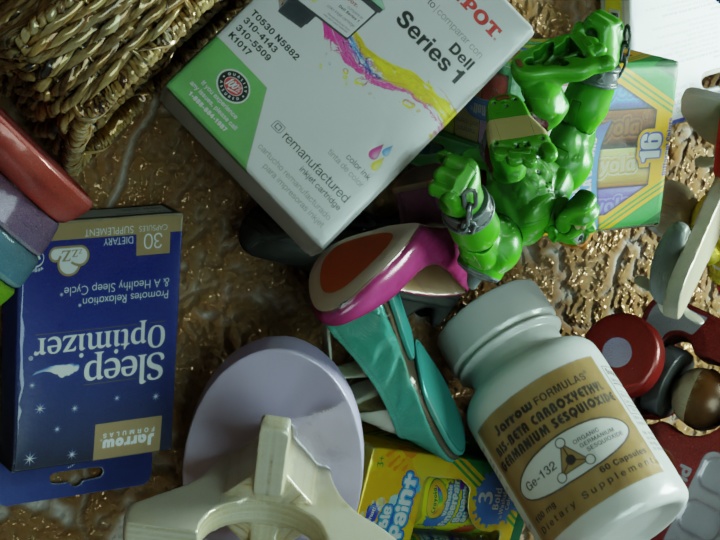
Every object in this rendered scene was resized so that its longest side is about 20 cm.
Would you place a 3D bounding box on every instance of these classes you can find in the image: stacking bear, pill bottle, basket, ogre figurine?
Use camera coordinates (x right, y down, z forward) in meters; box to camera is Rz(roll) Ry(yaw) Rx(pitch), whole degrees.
[{"bbox_3d":[-0.268,-0.006,1.153,0.200,0.121,0.114,-46,118,-2],"label":"stacking bear"},{"bbox_3d":[0.142,0.112,1.403,0.114,0.201,0.115,-26,157,-12],"label":"pill bottle"},{"bbox_3d":[-0.125,-0.159,1.176,0.200,0.142,0.149,-45,125,-15],"label":"basket"},{"bbox_3d":[0.110,-0.073,1.232,0.121,0.097,0.201,88,17,-46],"label":"ogre figurine"}]

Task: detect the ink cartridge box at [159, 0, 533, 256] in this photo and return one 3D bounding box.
[{"bbox_3d":[-0.009,-0.132,1.232,0.145,0.084,0.200,45,82,-4],"label":"ink cartridge box"}]

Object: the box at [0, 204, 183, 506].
[{"bbox_3d":[-0.180,0.060,1.276,0.120,0.032,0.202,-6,109,-33],"label":"box"}]

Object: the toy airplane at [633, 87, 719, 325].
[{"bbox_3d":[0.272,-0.056,1.444,0.199,0.140,0.201,6,85,-54],"label":"toy airplane"}]

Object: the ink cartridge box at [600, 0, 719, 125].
[{"bbox_3d":[0.271,-0.226,1.490,0.196,0.047,0.202,-17,115,-31],"label":"ink cartridge box"}]

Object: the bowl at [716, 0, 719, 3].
[{"bbox_3d":[0.261,-0.283,1.321,0.200,0.039,0.203,10,90,-69],"label":"bowl"}]

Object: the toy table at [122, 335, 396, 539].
[{"bbox_3d":[-0.062,0.160,1.297,0.182,0.117,0.202,-3,116,5],"label":"toy table"}]

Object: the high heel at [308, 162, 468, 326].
[{"bbox_3d":[0.029,0.011,1.225,0.200,0.067,0.097,-47,124,-53],"label":"high heel"}]

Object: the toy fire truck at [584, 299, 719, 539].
[{"bbox_3d":[0.240,0.131,1.483,0.201,0.167,0.112,-61,152,-2],"label":"toy fire truck"}]

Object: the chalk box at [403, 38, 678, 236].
[{"bbox_3d":[0.109,-0.098,1.367,0.198,0.124,0.125,-5,108,-34],"label":"chalk box"}]

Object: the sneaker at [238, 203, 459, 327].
[{"bbox_3d":[0.000,0.000,1.359,0.198,0.076,0.092,8,110,-32],"label":"sneaker"}]

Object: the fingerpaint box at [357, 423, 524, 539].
[{"bbox_3d":[0.030,0.225,1.445,0.166,0.073,0.202,11,98,-36],"label":"fingerpaint box"}]

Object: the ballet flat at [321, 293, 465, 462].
[{"bbox_3d":[0.015,0.068,1.348,0.070,0.068,0.201,-15,134,12],"label":"ballet flat"}]
